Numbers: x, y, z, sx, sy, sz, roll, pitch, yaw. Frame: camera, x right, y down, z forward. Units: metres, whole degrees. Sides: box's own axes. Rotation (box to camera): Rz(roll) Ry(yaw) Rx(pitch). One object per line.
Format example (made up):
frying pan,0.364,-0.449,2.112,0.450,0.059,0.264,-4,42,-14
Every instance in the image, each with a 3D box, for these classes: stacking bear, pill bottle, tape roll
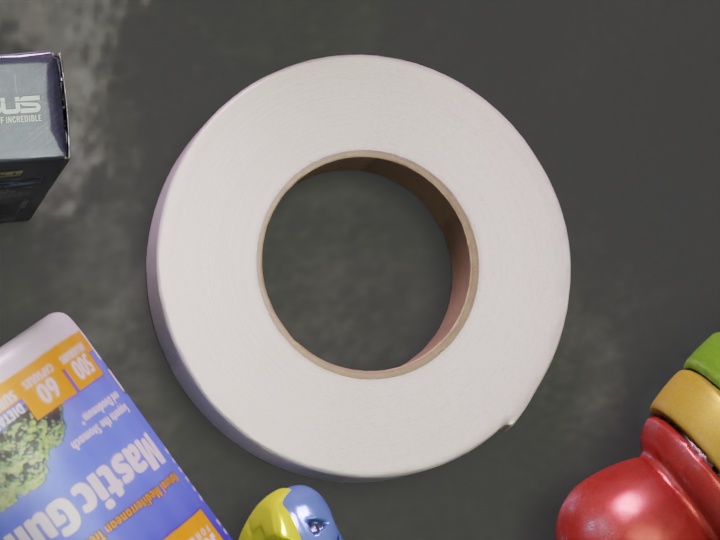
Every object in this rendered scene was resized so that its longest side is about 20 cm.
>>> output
stacking bear,0.180,0.090,1.283,0.200,0.121,0.114,-37,94,-8
pill bottle,-0.117,0.129,1.201,0.112,0.112,0.200,-37,91,-15
tape roll,0.000,0.000,1.286,0.202,0.037,0.204,2,81,-13

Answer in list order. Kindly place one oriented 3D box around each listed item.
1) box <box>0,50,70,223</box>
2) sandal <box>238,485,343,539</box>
box,-0.232,-0.049,1.175,0.199,0.158,0.051,-6,84,-13
sandal,0.008,0.188,1.247,0.087,0.079,0.201,-24,94,-25
